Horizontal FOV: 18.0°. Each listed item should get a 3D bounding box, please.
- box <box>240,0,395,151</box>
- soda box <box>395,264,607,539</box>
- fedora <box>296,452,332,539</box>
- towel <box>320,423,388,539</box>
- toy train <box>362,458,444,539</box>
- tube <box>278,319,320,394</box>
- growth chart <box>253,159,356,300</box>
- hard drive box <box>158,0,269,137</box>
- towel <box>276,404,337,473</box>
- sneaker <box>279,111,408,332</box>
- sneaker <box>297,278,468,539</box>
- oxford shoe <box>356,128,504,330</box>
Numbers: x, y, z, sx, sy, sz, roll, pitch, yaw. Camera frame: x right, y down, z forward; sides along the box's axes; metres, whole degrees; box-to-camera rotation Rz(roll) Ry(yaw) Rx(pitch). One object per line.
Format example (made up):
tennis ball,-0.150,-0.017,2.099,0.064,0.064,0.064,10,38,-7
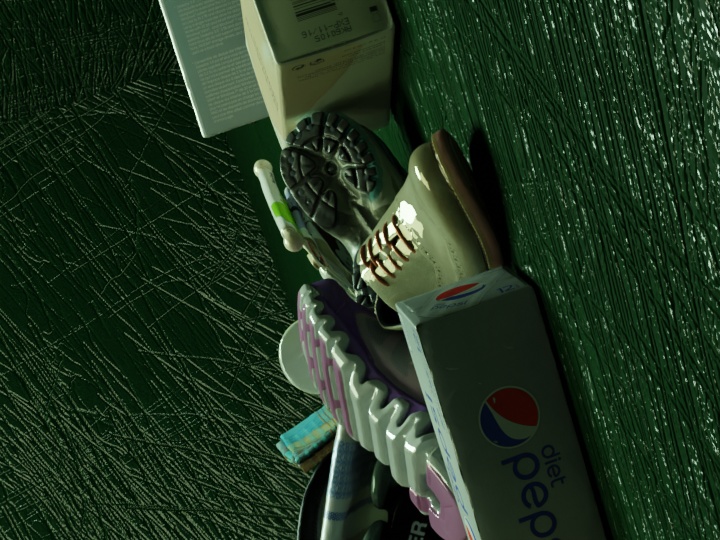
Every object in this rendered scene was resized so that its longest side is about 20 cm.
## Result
box,-0.028,-0.150,1.450,0.200,0.077,0.096,90,161,-75
soda box,0.082,0.104,1.215,0.063,0.068,0.201,-133,24,-76
fedora,0.050,0.206,1.669,0.091,0.200,0.202,-17,92,54
towel,0.003,0.146,1.486,0.147,0.024,0.202,-4,-77,-77
toy train,0.043,0.190,1.453,0.114,0.085,0.202,25,-102,-70
tube,-0.004,0.041,1.546,0.052,0.058,0.200,30,-168,9
growth chart,0.000,0.000,1.536,0.200,0.018,0.145,39,-167,-32
hard drive box,-0.087,-0.208,1.634,0.156,0.076,0.201,-29,-78,-73
towel,-0.001,0.096,1.729,0.022,0.146,0.200,49,176,-2
sneaker,0.031,-0.014,1.455,0.201,0.077,0.086,63,-157,11
sneaker,0.037,0.071,1.359,0.200,0.088,0.081,47,158,35
oxford shoe,0.036,-0.011,1.265,0.200,0.073,0.071,81,169,-63
